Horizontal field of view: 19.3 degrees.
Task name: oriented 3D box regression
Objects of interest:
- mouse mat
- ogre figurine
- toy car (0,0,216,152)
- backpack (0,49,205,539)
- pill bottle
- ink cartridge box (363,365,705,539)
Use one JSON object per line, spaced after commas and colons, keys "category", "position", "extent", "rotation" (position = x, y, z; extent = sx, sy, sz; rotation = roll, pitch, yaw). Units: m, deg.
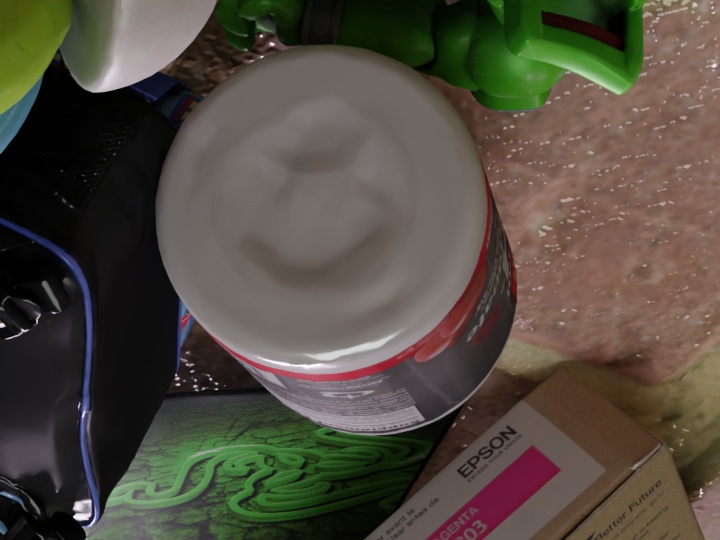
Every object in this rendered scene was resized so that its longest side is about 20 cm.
{"category": "mouse mat", "position": [-0.061, 0.098, 0.971], "extent": [0.200, 0.008, 0.161], "rotation": [-3, 145, -24]}
{"category": "ogre figurine", "position": [0.043, -0.114, 0.689], "extent": [0.120, 0.098, 0.200], "rotation": [28, 121, -17]}
{"category": "toy car", "position": [-0.144, -0.105, 0.611], "extent": [0.175, 0.200, 0.150], "rotation": [-4, 148, -23]}
{"category": "backpack", "position": [-0.167, -0.012, 0.768], "extent": [0.200, 0.135, 0.183], "rotation": [19, 141, 11]}
{"category": "pill bottle", "position": [0.000, 0.000, 0.776], "extent": [0.111, 0.111, 0.200], "rotation": [-9, 166, 7]}
{"category": "ink cartridge box", "position": [0.064, 0.166, 0.974], "extent": [0.200, 0.075, 0.165], "rotation": [-40, 138, -11]}
